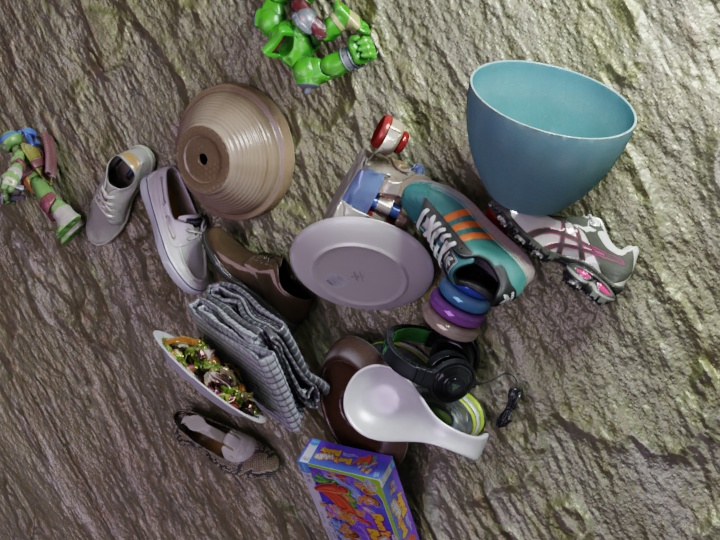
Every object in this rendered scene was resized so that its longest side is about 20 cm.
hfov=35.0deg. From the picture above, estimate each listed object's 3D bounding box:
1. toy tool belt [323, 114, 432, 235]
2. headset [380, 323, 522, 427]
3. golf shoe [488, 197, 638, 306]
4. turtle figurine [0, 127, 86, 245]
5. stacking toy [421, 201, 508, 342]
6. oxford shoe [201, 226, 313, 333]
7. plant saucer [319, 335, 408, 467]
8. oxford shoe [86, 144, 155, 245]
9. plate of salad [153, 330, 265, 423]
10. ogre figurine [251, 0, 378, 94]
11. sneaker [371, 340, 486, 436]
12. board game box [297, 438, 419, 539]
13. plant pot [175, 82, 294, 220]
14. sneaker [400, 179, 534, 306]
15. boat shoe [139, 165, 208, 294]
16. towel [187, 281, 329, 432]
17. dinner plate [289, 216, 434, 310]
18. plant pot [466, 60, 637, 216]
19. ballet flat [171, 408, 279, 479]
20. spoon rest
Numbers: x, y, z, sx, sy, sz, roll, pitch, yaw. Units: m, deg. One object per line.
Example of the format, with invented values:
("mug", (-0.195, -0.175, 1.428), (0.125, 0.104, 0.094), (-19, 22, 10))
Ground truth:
("toy tool belt", (0.040, -0.103, 1.527), (0.122, 0.125, 0.201), (26, 123, -12))
("headset", (0.120, 0.141, 1.530), (0.199, 0.124, 0.095), (20, 114, 3))
("golf shoe", (0.249, -0.042, 1.413), (0.199, 0.077, 0.088), (36, 91, -6))
("turtle figurine", (-0.550, -0.116, 1.836), (0.194, 0.200, 0.144), (46, 137, 2))
("stacking toy", (0.158, -0.008, 1.490), (0.085, 0.085, 0.201), (35, 114, 19))
("oxford shoe", (-0.147, -0.005, 1.680), (0.200, 0.073, 0.085), (40, 117, 2))
("plant saucer", (-0.004, 0.193, 1.621), (0.200, 0.032, 0.202), (29, 126, 49))
("oxford shoe", (-0.392, -0.117, 1.802), (0.075, 0.058, 0.200), (45, 122, 10))
("plate of salad", (-0.203, 0.140, 1.582), (0.200, 0.200, 0.048), (40, 90, 16))
("ogre figurine", (-0.073, -0.329, 1.532), (0.120, 0.098, 0.200), (-41, 92, 20))
("sneaker", (0.079, 0.168, 1.579), (0.199, 0.081, 0.074), (33, 117, 19))
("board game box", (0.001, 0.335, 1.641), (0.134, 0.045, 0.201), (8, 134, 29))
("plant pot", (-0.202, -0.167, 1.654), (0.200, 0.093, 0.203), (9, 107, 30))
("sneaker", (0.120, -0.034, 1.414), (0.200, 0.080, 0.072), (39, 138, 14))
("boat shoe", (-0.269, -0.064, 1.738), (0.070, 0.071, 0.201), (-23, 84, 36))
("towel", (-0.145, 0.117, 1.640), (0.199, 0.085, 0.166), (28, 149, 45))
("dinner plate", (0.000, 0.000, 1.544), (0.198, 0.024, 0.201), (8, 142, 6))
("plant pot", (0.212, -0.145, 1.358), (0.199, 0.200, 0.136), (27, 125, 22))
("ballet flat", (-0.221, 0.267, 1.786), (0.199, 0.068, 0.076), (20, 149, 28))
("spoon rest", (0.070, 0.194, 1.505), (0.199, 0.061, 0.100), (23, 92, 10))
